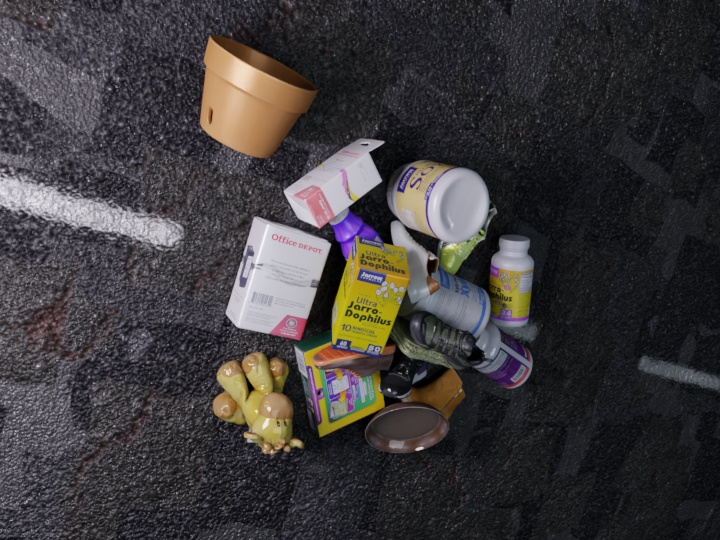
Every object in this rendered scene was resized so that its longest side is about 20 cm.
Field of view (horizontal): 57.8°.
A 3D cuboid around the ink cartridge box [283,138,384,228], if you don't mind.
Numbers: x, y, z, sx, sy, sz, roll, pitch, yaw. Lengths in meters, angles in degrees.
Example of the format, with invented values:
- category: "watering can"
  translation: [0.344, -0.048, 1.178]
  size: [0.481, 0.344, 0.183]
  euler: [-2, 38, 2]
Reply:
- category: "ink cartridge box"
  translation: [-0.039, -0.175, 1.264]
  size: [0.198, 0.116, 0.069]
  euler: [-38, 118, -14]

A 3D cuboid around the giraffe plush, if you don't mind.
- category: "giraffe plush"
  translation: [-0.189, 0.281, 1.278]
  size: [0.168, 0.161, 0.207]
  euler: [-14, 110, -25]

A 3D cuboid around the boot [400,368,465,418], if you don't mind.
- category: "boot"
  translation: [0.169, 0.281, 1.545]
  size: [0.144, 0.070, 0.203]
  euler: [-45, 127, -14]

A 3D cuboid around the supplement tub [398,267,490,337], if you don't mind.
- category: "supplement tub"
  translation: [0.180, 0.069, 1.445]
  size: [0.196, 0.131, 0.135]
  euler: [23, 93, -30]

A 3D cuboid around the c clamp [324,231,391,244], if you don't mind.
- category: "c clamp"
  translation: [0.000, 0.000, 1.394]
  size: [0.167, 0.027, 0.207]
  euler: [-15, 109, -31]

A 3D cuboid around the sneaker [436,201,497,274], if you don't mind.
- category: "sneaker"
  translation: [0.238, -0.077, 1.475]
  size: [0.074, 0.076, 0.204]
  euler: [23, 94, -34]

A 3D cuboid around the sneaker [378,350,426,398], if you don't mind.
- category: "sneaker"
  translation: [0.095, 0.209, 1.436]
  size: [0.199, 0.074, 0.090]
  euler: [-30, 129, -63]

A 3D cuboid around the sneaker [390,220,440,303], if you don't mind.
- category: "sneaker"
  translation: [0.117, -0.027, 1.356]
  size: [0.082, 0.204, 0.073]
  euler: [-19, 145, 6]

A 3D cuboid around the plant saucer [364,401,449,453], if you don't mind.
- category: "plant saucer"
  translation: [0.105, 0.356, 1.494]
  size: [0.193, 0.033, 0.203]
  euler: [-4, 137, -3]

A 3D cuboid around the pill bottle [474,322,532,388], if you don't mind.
- category: "pill bottle"
  translation: [0.322, 0.199, 1.580]
  size: [0.198, 0.112, 0.114]
  euler: [33, 87, -32]

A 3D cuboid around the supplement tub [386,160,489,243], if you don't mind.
- category: "supplement tub"
  translation: [0.153, -0.146, 1.334]
  size: [0.142, 0.199, 0.150]
  euler: [-9, 109, -27]

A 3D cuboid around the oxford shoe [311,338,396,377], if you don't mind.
- category: "oxford shoe"
  translation: [-0.011, 0.191, 1.345]
  size: [0.195, 0.071, 0.075]
  euler: [-4, 108, -30]

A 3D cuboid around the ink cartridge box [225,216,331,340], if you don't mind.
- category: "ink cartridge box"
  translation: [-0.160, 0.015, 1.267]
  size: [0.142, 0.084, 0.206]
  euler: [14, 97, -32]

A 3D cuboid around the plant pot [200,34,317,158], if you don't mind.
- category: "plant pot"
  translation: [-0.188, -0.289, 1.116]
  size: [0.196, 0.201, 0.143]
  euler: [15, 114, -32]

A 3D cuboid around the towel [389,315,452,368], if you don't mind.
- category: "towel"
  translation: [0.130, 0.148, 1.435]
  size: [0.196, 0.149, 0.037]
  euler: [18, 117, -39]

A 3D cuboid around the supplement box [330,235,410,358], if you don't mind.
- category: "supplement box"
  translation: [0.015, 0.054, 1.284]
  size: [0.105, 0.111, 0.204]
  euler: [11, 123, -11]

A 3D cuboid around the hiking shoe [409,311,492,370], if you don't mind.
- category: "hiking shoe"
  translation: [0.187, 0.137, 1.340]
  size: [0.198, 0.099, 0.078]
  euler: [34, 59, -32]

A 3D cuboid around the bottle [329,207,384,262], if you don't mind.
- category: "bottle"
  translation: [0.003, -0.048, 1.327]
  size: [0.084, 0.065, 0.201]
  euler: [-46, 122, -12]

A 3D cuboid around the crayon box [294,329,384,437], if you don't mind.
- category: "crayon box"
  translation: [-0.042, 0.229, 1.411]
  size: [0.169, 0.058, 0.206]
  euler: [-19, 112, -26]

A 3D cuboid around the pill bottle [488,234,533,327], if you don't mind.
- category: "pill bottle"
  translation: [0.358, 0.023, 1.557]
  size: [0.101, 0.104, 0.207]
  euler: [-6, 106, -28]
